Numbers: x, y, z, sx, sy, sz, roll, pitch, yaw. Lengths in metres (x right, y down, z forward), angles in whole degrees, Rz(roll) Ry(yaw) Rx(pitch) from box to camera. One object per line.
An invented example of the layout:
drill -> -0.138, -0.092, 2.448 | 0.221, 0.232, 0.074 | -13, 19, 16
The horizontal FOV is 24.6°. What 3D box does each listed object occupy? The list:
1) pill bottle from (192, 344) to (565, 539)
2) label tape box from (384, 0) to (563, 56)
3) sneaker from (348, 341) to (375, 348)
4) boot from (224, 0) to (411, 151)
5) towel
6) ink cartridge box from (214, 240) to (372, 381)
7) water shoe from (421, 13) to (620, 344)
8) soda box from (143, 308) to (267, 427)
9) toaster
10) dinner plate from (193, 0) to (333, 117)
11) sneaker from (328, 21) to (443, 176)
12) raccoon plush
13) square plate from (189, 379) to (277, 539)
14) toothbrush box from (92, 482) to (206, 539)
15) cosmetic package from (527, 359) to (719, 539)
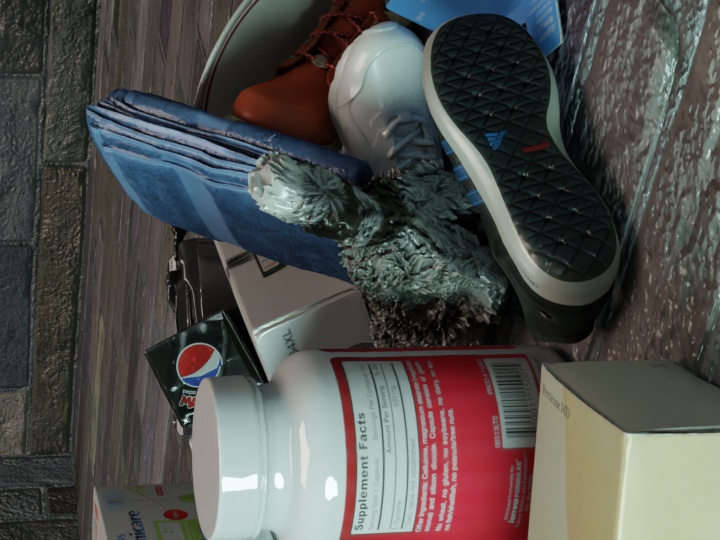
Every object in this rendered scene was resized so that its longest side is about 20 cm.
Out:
pill bottle -> 0.013, 0.098, 0.889 | 0.112, 0.197, 0.114 | 180, 90, -75
label tape box -> 0.059, -0.210, 0.970 | 0.144, 0.062, 0.203 | 142, 126, -72
sneaker -> 0.039, 0.143, 1.073 | 0.079, 0.073, 0.203 | -4, -99, -64
boot -> -0.024, -0.136, 1.113 | 0.200, 0.074, 0.108 | -31, -38, -58
towel -> -0.077, -0.049, 1.042 | 0.049, 0.198, 0.112 | -59, -30, -24
ink cartridge box -> -0.040, 0.041, 1.223 | 0.200, 0.083, 0.147 | -120, 8, -59
water shoe -> 0.077, -0.050, 0.881 | 0.079, 0.071, 0.202 | 93, 164, -52
soda box -> -0.114, 0.071, 1.266 | 0.064, 0.070, 0.200 | 63, 178, 1
toaster -> -0.100, 0.050, 1.442 | 0.114, 0.127, 0.203 | 139, 128, -69
dinner plate -> -0.056, -0.138, 1.153 | 0.024, 0.200, 0.202 | 32, 132, 24
sneaker -> 0.034, -0.060, 1.063 | 0.099, 0.077, 0.202 | -130, 27, -53
raccoon plush -> 0.000, 0.000, 0.968 | 0.134, 0.198, 0.097 | -50, 25, 37
square plate -> -0.052, 0.191, 1.230 | 0.198, 0.028, 0.202 | -32, -79, -75
toothbrush box -> -0.123, 0.247, 1.404 | 0.146, 0.197, 0.087 | -129, 41, -68
cosmetic package -> 0.121, 0.150, 0.736 | 0.105, 0.070, 0.203 | -140, 51, -71
